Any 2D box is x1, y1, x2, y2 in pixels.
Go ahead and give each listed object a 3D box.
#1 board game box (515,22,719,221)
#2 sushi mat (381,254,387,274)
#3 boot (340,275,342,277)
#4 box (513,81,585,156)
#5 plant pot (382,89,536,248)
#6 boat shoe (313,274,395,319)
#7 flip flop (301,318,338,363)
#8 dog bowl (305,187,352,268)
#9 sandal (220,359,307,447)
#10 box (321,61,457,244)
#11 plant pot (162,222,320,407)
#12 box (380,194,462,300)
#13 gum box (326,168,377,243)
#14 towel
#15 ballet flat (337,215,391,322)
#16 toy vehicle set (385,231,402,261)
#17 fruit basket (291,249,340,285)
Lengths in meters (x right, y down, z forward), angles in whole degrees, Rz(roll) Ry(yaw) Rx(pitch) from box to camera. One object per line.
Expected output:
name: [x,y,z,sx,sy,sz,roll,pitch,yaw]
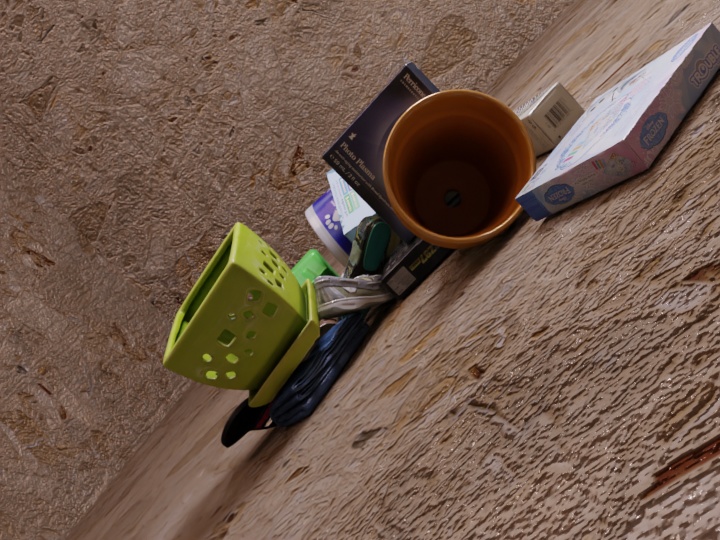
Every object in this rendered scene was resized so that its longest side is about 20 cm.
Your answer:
board game box: [0.289,-0.159,0.898,0.200,0.043,0.199,-49,6,-23]
sushi mat: [0.028,0.003,1.502,0.201,0.012,0.096,-53,-24,-34]
boot: [-0.068,0.087,1.576,0.154,0.072,0.200,-42,7,14]
box: [0.274,-0.227,1.298,0.082,0.068,0.200,-47,7,-13]
plant pot: [0.132,-0.121,1.117,0.200,0.200,0.183,-46,-9,-3]
boat shoe: [-0.005,0.032,1.282,0.074,0.066,0.201,-20,-5,34]
flip flop: [-0.064,0.114,1.402,0.057,0.082,0.200,-2,18,24]
dog bowl: [-0.020,-0.073,1.657,0.079,0.200,0.200,-41,7,9]
sandal: [-0.139,0.217,1.291,0.199,0.045,0.076,-35,-30,-26]
box: [0.077,-0.191,1.288,0.198,0.200,0.123,-45,6,16]
plant pot: [-0.171,0.076,1.241,0.200,0.180,0.200,-53,16,13]
box: [0.119,-0.054,1.310,0.200,0.051,0.158,-46,7,13]
gum box: [0.043,-0.164,1.447,0.199,0.044,0.171,-33,45,17]
towel: [-0.066,0.152,1.254,0.111,0.048,0.201,-40,9,48]
ballet flat: [0.000,0.000,1.384,0.074,0.073,0.203,-91,22,-81]
toy vehicle set: [0.109,-0.106,1.526,0.200,0.026,0.125,-51,-24,-37]
fruit basket: [-0.130,0.070,1.810,0.214,0.156,0.217,-34,25,18]
